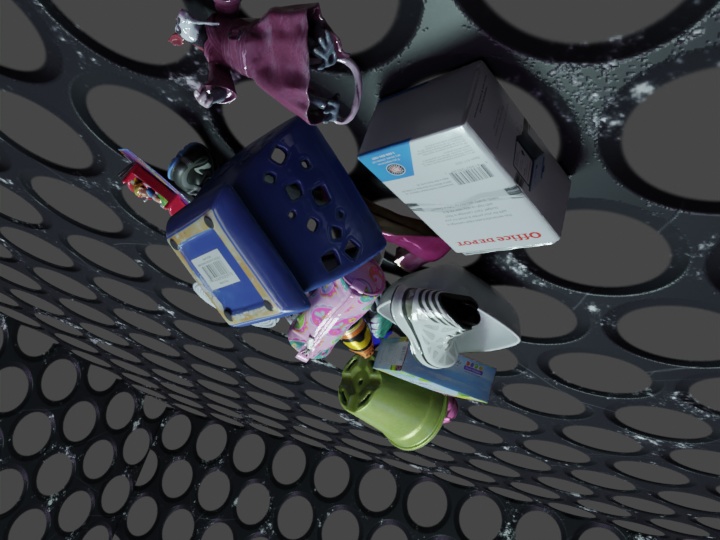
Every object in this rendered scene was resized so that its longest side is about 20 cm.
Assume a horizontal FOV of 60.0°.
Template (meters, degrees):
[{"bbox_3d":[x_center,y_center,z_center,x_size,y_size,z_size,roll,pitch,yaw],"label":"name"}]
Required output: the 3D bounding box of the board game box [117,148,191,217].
[{"bbox_3d":[-0.310,-0.115,0.946,0.158,0.039,0.199,45,169,-26],"label":"board game box"}]

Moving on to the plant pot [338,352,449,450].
[{"bbox_3d":[0.058,0.263,1.345,0.183,0.204,0.199,29,155,-35],"label":"plant pot"}]

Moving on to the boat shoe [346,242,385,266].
[{"bbox_3d":[0.000,0.000,0.993,0.071,0.069,0.202,24,128,13],"label":"boat shoe"}]

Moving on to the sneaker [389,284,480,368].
[{"bbox_3d":[0.132,0.095,0.935,0.114,0.077,0.201,3,148,35],"label":"sneaker"}]

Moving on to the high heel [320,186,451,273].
[{"bbox_3d":[0.041,-0.077,0.862,0.199,0.068,0.096,33,131,-28],"label":"high heel"}]

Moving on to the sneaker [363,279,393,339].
[{"bbox_3d":[0.019,0.052,1.143,0.087,0.075,0.201,35,160,24],"label":"sneaker"}]

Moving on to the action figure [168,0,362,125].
[{"bbox_3d":[-0.104,-0.229,0.624,0.197,0.136,0.148,23,-158,22],"label":"action figure"}]

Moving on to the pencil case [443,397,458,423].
[{"bbox_3d":[0.172,0.306,1.513,0.093,0.092,0.201,-27,140,7],"label":"pencil case"}]

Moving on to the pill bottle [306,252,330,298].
[{"bbox_3d":[-0.140,0.006,1.075,0.197,0.117,0.116,-1,150,38],"label":"pill bottle"}]

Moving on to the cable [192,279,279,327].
[{"bbox_3d":[-0.251,0.047,1.301,0.196,0.070,0.201,11,155,17],"label":"cable"}]

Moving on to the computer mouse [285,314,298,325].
[{"bbox_3d":[-0.112,0.080,1.148,0.111,0.044,0.200,57,174,-18],"label":"computer mouse"}]

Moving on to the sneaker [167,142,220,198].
[{"bbox_3d":[-0.211,-0.115,0.911,0.082,0.071,0.200,36,169,25],"label":"sneaker"}]

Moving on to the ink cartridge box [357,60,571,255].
[{"bbox_3d":[0.117,-0.109,0.682,0.145,0.087,0.199,-6,147,45],"label":"ink cartridge box"}]

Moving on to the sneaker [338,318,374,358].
[{"bbox_3d":[-0.032,0.100,1.144,0.091,0.069,0.200,60,171,-22],"label":"sneaker"}]

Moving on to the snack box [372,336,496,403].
[{"bbox_3d":[0.127,0.177,1.132,0.166,0.069,0.200,21,168,-10],"label":"snack box"}]

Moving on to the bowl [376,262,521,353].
[{"bbox_3d":[0.148,0.059,1.026,0.198,0.076,0.199,30,154,-24],"label":"bowl"}]

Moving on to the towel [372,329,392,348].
[{"bbox_3d":[-0.041,0.111,1.304,0.197,0.050,0.148,22,157,-6],"label":"towel"}]

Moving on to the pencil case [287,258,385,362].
[{"bbox_3d":[-0.041,0.059,0.952,0.086,0.088,0.200,26,131,-16],"label":"pencil case"}]

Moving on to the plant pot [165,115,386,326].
[{"bbox_3d":[-0.119,-0.047,0.793,0.198,0.180,0.202,-15,114,50],"label":"plant pot"}]
